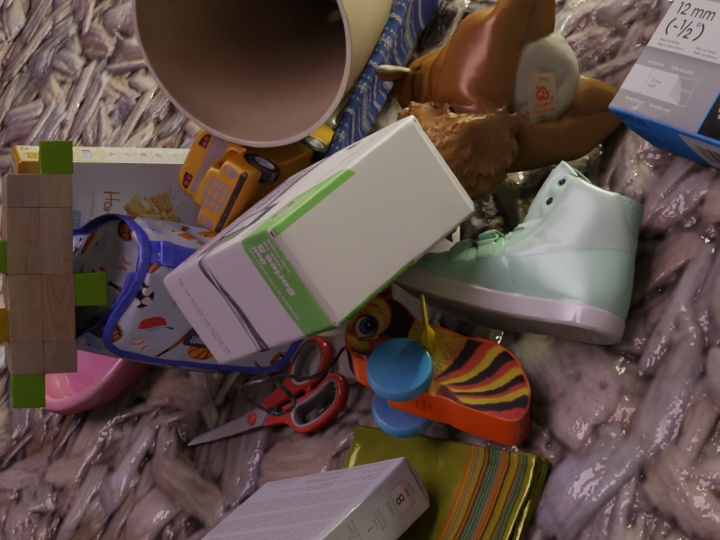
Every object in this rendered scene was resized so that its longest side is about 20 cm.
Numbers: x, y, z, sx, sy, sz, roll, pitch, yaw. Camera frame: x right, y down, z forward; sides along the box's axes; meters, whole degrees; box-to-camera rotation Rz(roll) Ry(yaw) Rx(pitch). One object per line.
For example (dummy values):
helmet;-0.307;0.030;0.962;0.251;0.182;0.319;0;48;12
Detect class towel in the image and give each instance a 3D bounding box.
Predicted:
towel;0.048;0.161;1.180;0.200;0.018;0.086;4;66;51
towel;0.021;-0.167;1.385;0.145;0.024;0.201;89;-154;-81

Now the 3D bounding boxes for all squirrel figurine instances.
squirrel figurine;0.072;-0.120;1.247;0.200;0.142;0.186;-51;26;-18

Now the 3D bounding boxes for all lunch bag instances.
lunch bag;-0.142;0.020;1.336;0.200;0.169;0.124;-18;65;58

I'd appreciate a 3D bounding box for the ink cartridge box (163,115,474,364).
ink cartridge box;-0.035;-0.017;1.171;0.145;0.084;0.200;-40;10;-28

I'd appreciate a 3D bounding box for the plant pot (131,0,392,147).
plant pot;-0.049;-0.223;1.299;0.187;0.188;0.200;-25;13;36

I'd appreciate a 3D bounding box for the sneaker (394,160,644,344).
sneaker;0.113;-0.020;1.177;0.200;0.074;0.119;10;77;35

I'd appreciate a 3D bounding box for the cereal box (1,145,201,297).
cereal box;-0.208;-0.036;1.435;0.040;0.199;0.144;-125;40;-57

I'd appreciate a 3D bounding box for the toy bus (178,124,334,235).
toy bus;-0.085;-0.086;1.348;0.065;0.078;0.200;-61;-12;22

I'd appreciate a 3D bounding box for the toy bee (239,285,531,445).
toy bee;0.030;0.055;1.168;0.131;0.199;0.109;118;169;-56

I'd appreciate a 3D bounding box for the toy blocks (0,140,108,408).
toy blocks;-0.257;0.002;1.298;0.137;0.099;0.201;-175;84;-76

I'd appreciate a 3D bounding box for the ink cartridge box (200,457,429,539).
ink cartridge box;-0.068;0.208;1.147;0.162;0.057;0.200;-17;19;45

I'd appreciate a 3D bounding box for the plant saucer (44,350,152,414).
plant saucer;-0.243;0.050;1.574;0.200;0.051;0.201;-30;45;34

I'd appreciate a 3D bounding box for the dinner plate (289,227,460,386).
dinner plate;0.000;0.000;1.352;0.200;0.024;0.201;-30;43;33

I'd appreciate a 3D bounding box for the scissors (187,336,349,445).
scissors;-0.080;0.126;1.355;0.200;0.014;0.073;-39;56;34

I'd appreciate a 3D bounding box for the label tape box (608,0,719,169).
label tape box;0.279;-0.165;1.114;0.143;0.066;0.201;29;89;54

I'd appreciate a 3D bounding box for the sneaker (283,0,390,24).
sneaker;-0.006;-0.216;1.447;0.200;0.080;0.078;-43;-6;-24
